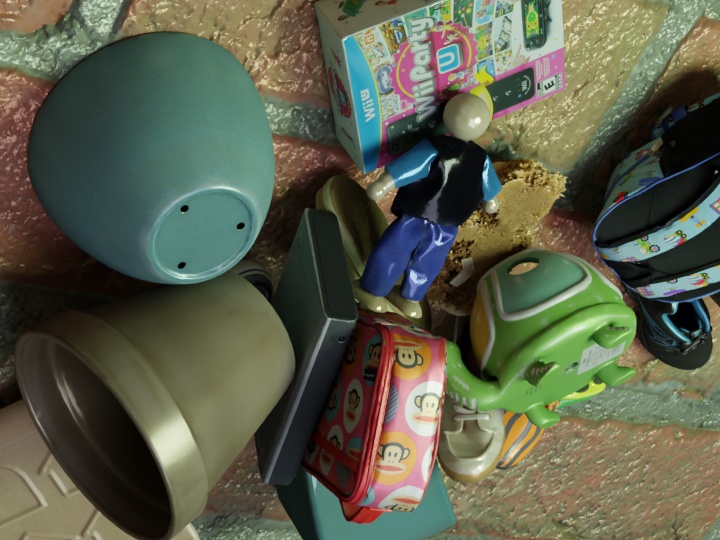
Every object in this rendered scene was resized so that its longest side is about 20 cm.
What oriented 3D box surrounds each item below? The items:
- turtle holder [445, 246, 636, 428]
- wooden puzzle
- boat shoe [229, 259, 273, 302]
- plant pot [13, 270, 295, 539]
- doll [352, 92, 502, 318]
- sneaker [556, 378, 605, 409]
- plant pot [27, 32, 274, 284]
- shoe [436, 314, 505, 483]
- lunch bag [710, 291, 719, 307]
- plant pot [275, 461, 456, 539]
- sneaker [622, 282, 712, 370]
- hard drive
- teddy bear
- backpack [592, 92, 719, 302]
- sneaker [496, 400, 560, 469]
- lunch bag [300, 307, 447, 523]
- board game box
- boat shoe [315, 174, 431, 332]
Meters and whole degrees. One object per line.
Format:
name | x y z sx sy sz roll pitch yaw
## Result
turtle holder | 0.156 0.064 1.595 0.185 0.132 0.141 -38 152 13
wooden puzzle | -0.263 0.201 1.534 0.185 0.046 0.201 -25 108 14
boat shoe | -0.130 0.090 1.533 0.075 0.093 0.200 35 93 -42
plant pot | -0.152 0.092 1.405 0.173 0.200 0.201 -34 141 -30
doll | 0.057 -0.057 1.466 0.136 0.048 0.201 10 115 -36
sneaker | 0.158 0.130 1.796 0.199 0.074 0.084 -14 151 -18
plant pot | -0.147 -0.068 1.371 0.199 0.135 0.201 -17 134 -19
shoe | 0.103 0.117 1.664 0.070 0.201 0.054 -7 132 13
lunch bag | 0.441 -0.026 1.754 0.200 0.164 0.118 -42 134 7
plant pot | -0.015 0.162 1.663 0.141 0.141 0.201 -24 129 -12
sneaker | 0.333 0.059 1.824 0.073 0.082 0.200 -38 139 1
hard drive | -0.053 0.068 1.494 0.033 0.140 0.201 7 129 -18
teddy bear | 0.107 -0.033 1.624 0.144 0.067 0.201 0 134 -20
backpack | 0.326 -0.065 1.666 0.199 0.135 0.182 -28 131 29
sneaker | 0.182 0.101 1.698 0.077 0.112 0.201 29 76 -11
lunch bag | 0.006 0.126 1.473 0.081 0.200 0.177 8 94 -18
board game box | 0.070 -0.186 1.455 0.199 0.064 0.148 -23 136 -12
boat shoe | 0.001 -0.001 1.565 0.063 0.073 0.201 -10 135 25
